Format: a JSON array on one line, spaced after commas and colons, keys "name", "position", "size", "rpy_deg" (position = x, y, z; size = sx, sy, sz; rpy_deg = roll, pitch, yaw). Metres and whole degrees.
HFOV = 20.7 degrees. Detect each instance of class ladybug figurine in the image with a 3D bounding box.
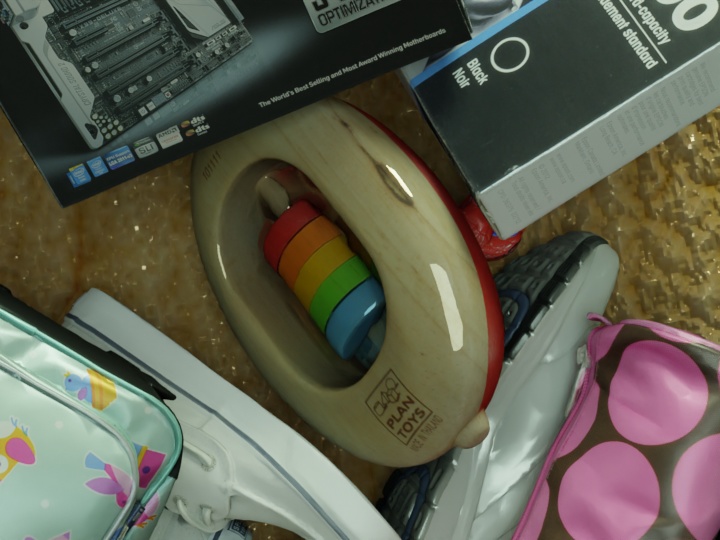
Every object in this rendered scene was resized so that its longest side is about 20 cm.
[{"name": "ladybug figurine", "position": [0.000, 0.000, 0.900], "size": [0.201, 0.072, 0.136], "rpy_deg": [54, 131, 21]}]

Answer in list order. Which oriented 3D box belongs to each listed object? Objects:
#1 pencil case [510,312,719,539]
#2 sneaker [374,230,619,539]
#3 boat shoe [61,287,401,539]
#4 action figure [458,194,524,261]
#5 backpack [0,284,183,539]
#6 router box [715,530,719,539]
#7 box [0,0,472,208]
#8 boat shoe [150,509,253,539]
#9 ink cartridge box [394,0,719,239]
[{"name": "pencil case", "position": [0.107, 0.121, 0.886], "size": [0.093, 0.091, 0.201], "rpy_deg": [25, 80, 4]}, {"name": "sneaker", "position": [0.076, 0.077, 0.949], "size": [0.087, 0.074, 0.201], "rpy_deg": [26, 91, -21]}, {"name": "boat shoe", "position": [-0.070, 0.088, 0.909], "size": [0.199, 0.074, 0.066], "rpy_deg": [34, 79, 25]}, {"name": "action figure", "position": [0.087, -0.064, 0.942], "size": [0.051, 0.065, 0.201], "rpy_deg": [29, 87, 0]}, {"name": "backpack", "position": [-0.183, 0.108, 0.810], "size": [0.175, 0.153, 0.201], "rpy_deg": [31, 90, -6]}, {"name": "router box", "position": [0.255, 0.152, 0.911], "size": [0.199, 0.150, 0.062], "rpy_deg": [33, 88, -4]}, {"name": "box", "position": [-0.072, -0.134, 0.824], "size": [0.198, 0.050, 0.158], "rpy_deg": [-21, 126, 6]}, {"name": "boat shoe", "position": [-0.138, 0.186, 0.924], "size": [0.086, 0.075, 0.203], "rpy_deg": [34, 85, -4]}, {"name": "ink cartridge box", "position": [0.100, -0.141, 0.894], "size": [0.199, 0.043, 0.199], "rpy_deg": [-31, 54, 1]}]
